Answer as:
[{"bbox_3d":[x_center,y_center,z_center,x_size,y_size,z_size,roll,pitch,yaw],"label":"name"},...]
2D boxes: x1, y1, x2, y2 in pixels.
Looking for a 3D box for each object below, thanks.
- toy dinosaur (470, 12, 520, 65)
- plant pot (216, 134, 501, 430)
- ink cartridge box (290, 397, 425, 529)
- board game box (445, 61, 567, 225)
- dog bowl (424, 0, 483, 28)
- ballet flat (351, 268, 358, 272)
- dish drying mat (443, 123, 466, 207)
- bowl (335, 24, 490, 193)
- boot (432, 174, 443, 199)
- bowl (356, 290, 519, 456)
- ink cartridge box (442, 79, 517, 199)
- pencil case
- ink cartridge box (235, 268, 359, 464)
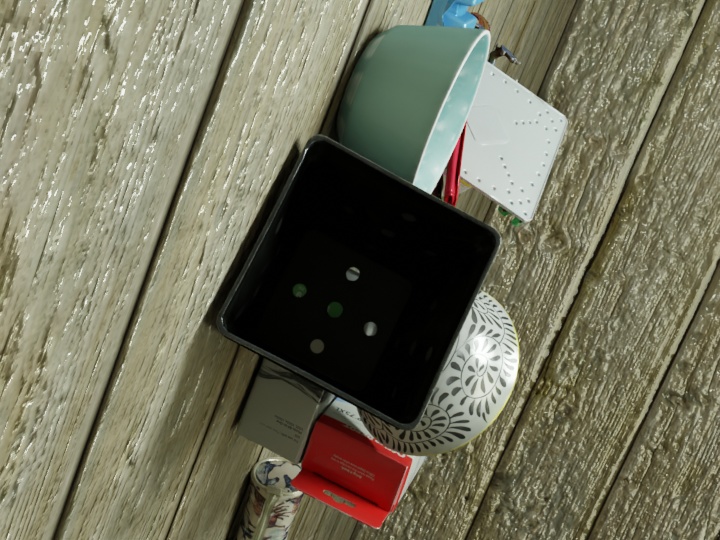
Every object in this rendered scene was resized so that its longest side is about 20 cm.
[{"bbox_3d":[0.134,-0.237,1.590,0.182,0.105,0.200,-50,-172,22],"label":"toy dinosaur"},{"bbox_3d":[-0.012,0.026,1.107,0.202,0.198,0.177,-64,-177,-15],"label":"plant pot"},{"bbox_3d":[0.012,0.197,1.318,0.200,0.115,0.068,-44,155,-63],"label":"ink cartridge box"},{"bbox_3d":[0.151,-0.176,1.455,0.026,0.199,0.201,-47,-167,51],"label":"board game box"},{"bbox_3d":[0.118,-0.316,1.392,0.202,0.049,0.111,-69,170,23],"label":"dog bowl"},{"bbox_3d":[0.000,0.000,1.469,0.072,0.071,0.202,-49,162,-61],"label":"ballet flat"},{"bbox_3d":[0.115,-0.162,1.356,0.077,0.018,0.202,90,7,-69],"label":"dish drying mat"},{"bbox_3d":[0.044,-0.164,1.173,0.201,0.104,0.203,24,90,-81],"label":"bowl"},{"bbox_3d":[0.062,-0.060,1.326,0.201,0.069,0.148,104,5,-63],"label":"boot"},{"bbox_3d":[0.059,0.085,1.232,0.094,0.199,0.202,43,68,-50],"label":"bowl"},{"bbox_3d":[0.162,-0.179,1.659,0.199,0.067,0.118,-27,-153,52],"label":"ink cartridge box"},{"bbox_3d":[-0.127,0.338,1.553,0.090,0.077,0.202,-79,-173,-59],"label":"pencil case"},{"bbox_3d":[-0.056,0.100,1.332,0.146,0.083,0.202,-28,141,-77],"label":"ink cartridge box"}]
